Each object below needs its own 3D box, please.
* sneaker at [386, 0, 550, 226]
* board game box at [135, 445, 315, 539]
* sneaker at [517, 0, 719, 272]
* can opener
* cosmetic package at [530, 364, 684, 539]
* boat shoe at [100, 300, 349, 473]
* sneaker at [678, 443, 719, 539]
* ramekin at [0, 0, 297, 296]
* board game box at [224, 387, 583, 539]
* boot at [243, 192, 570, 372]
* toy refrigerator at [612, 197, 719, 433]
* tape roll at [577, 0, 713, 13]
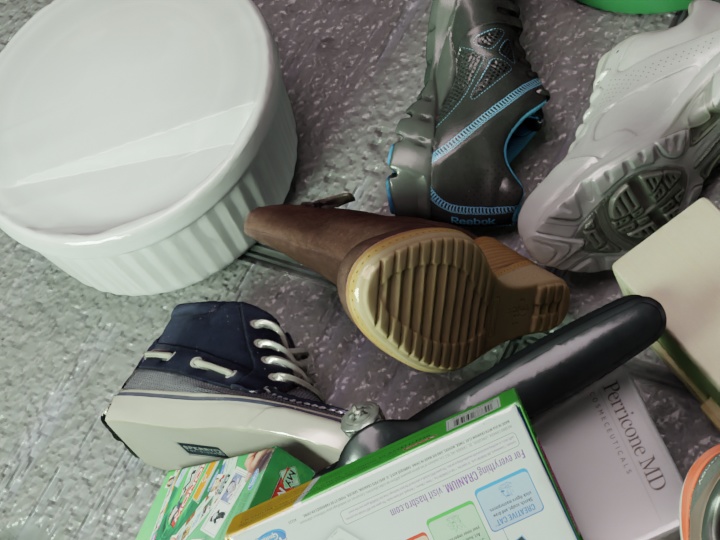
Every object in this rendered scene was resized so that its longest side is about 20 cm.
[{"bbox_3d":[0.074,-0.112,1.271,0.081,0.073,0.201,10,67,9],"label":"sneaker"},{"bbox_3d":[-0.103,0.189,1.114,0.134,0.029,0.201,-20,41,60],"label":"board game box"},{"bbox_3d":[0.154,-0.078,1.211,0.200,0.078,0.099,-38,45,-16],"label":"sneaker"},{"bbox_3d":[0.063,0.070,1.072,0.199,0.079,0.063,-35,11,-7],"label":"can opener"},{"bbox_3d":[0.069,0.142,1.093,0.199,0.071,0.102,-26,52,4],"label":"cosmetic package"},{"bbox_3d":[-0.050,0.063,1.180,0.199,0.075,0.093,6,57,38],"label":"boat shoe"},{"bbox_3d":[0.182,0.176,0.980,0.076,0.082,0.202,-10,82,-1],"label":"sneaker"},{"bbox_3d":[-0.129,-0.076,1.305,0.201,0.094,0.204,-11,54,15],"label":"ramekin"},{"bbox_3d":[0.046,0.179,1.019,0.152,0.040,0.201,-24,95,4],"label":"board game box"},{"bbox_3d":[0.000,0.000,1.151,0.165,0.199,0.073,16,96,33],"label":"boot"},{"bbox_3d":[0.211,0.062,1.086,0.070,0.076,0.200,-36,53,-4],"label":"toy refrigerator"},{"bbox_3d":[0.185,-0.249,1.318,0.199,0.048,0.202,-11,55,16],"label":"tape roll"}]
